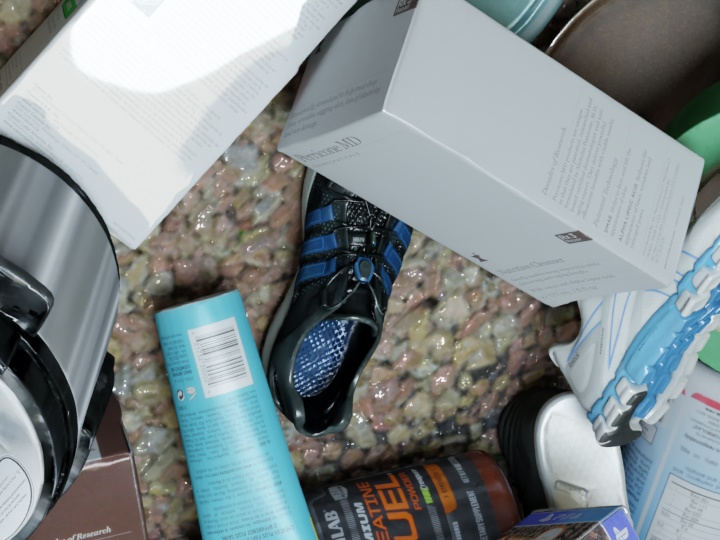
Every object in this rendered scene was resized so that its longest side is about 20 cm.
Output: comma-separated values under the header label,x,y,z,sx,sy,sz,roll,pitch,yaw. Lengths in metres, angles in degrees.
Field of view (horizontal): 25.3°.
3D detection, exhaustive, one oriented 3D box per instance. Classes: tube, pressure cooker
label,x,y,z,sx,sy,sz,roll,pitch,yaw
tube,-0.068,0.114,0.914,0.077,0.050,0.203,-14,91,13
pressure cooker,-0.215,0.048,0.777,0.176,0.201,0.178,-1,124,4

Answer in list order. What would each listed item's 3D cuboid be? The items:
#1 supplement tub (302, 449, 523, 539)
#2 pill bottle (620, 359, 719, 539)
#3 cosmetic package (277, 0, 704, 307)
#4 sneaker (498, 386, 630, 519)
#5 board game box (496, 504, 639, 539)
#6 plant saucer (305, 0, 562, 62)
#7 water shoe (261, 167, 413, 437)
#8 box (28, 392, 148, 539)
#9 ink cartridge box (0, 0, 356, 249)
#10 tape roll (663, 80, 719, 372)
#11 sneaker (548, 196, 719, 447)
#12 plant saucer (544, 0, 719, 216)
label,x,y,z,sx,sy,sz,roll,pitch,yaw
supplement tub,-0.002,0.182,0.985,0.197,0.107,0.108,-12,118,-13
pill bottle,0.215,0.145,1.039,0.107,0.109,0.202,8,112,-21
cosmetic package,0.070,-0.061,0.848,0.199,0.112,0.082,26,70,-25
sneaker,0.133,0.164,1.016,0.070,0.099,0.203,-7,100,-6
board game box,0.087,0.251,0.880,0.199,0.097,0.161,-31,95,-27
plant saucer,0.038,-0.187,0.871,0.198,0.027,0.202,-8,117,-15
water shoe,0.000,0.000,0.915,0.071,0.079,0.202,7,112,-22
box,-0.158,0.172,0.932,0.074,0.100,0.202,-10,117,-13
ink cartridge box,-0.095,-0.122,0.839,0.109,0.050,0.200,40,98,-25
tape roll,0.255,-0.019,0.910,0.198,0.048,0.202,13,128,17
sneaker,0.166,0.003,0.896,0.074,0.087,0.201,-6,138,-47
plant saucer,0.179,-0.089,0.961,0.198,0.032,0.203,-8,116,-16
